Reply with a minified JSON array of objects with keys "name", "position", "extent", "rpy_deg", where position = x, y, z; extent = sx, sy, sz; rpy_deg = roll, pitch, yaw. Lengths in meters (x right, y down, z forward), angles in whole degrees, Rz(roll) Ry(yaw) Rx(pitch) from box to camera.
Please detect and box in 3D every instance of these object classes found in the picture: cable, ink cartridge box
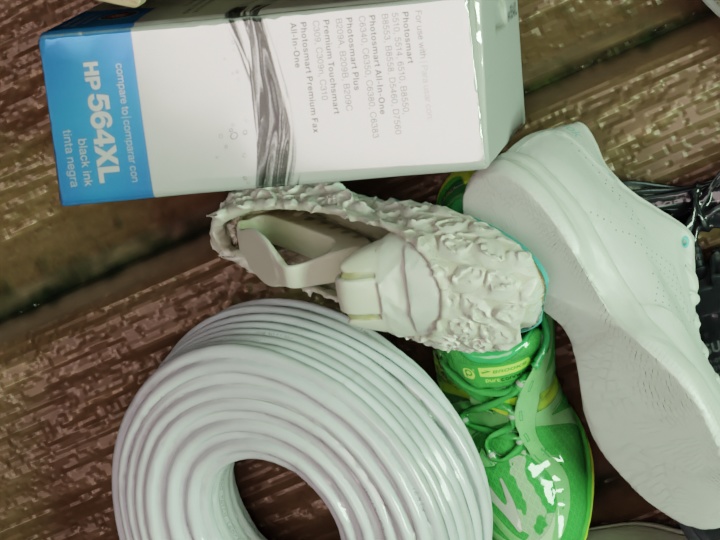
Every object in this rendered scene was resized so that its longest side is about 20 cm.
[{"name":"cable","position":[-0.033,0.117,1.414],"extent":[0.200,0.069,0.200],"rpy_deg":[46,127,7]},{"name":"ink cartridge box","position":[-0.031,-0.089,1.353],"extent":[0.200,0.146,0.085],"rpy_deg":[-4,101,11]}]

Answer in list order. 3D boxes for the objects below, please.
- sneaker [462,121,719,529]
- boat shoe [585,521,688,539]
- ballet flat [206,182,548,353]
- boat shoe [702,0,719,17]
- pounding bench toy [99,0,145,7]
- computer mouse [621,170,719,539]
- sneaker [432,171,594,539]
[{"name":"sneaker","position":[0.134,0.020,1.349],"extent":[0.075,0.088,0.200],"rpy_deg":[-27,96,48]},{"name":"boat shoe","position":[0.171,0.157,1.416],"extent":[0.200,0.067,0.057],"rpy_deg":[-8,121,15]},{"name":"ballet flat","position":[0.000,0.000,1.359],"extent":[0.200,0.072,0.072],"rpy_deg":[20,111,47]},{"name":"boat shoe","position":[0.236,-0.096,1.344],"extent":[0.200,0.068,0.075],"rpy_deg":[29,106,2]},{"name":"pounding bench toy","position":[-0.096,-0.194,1.335],"extent":[0.200,0.156,0.125],"rpy_deg":[13,104,7]},{"name":"computer mouse","position":[0.184,0.048,1.390],"extent":[0.138,0.053,0.200],"rpy_deg":[-13,81,16]},{"name":"sneaker","position":[0.063,0.050,1.398],"extent":[0.074,0.084,0.200],"rpy_deg":[-9,98,14]}]
